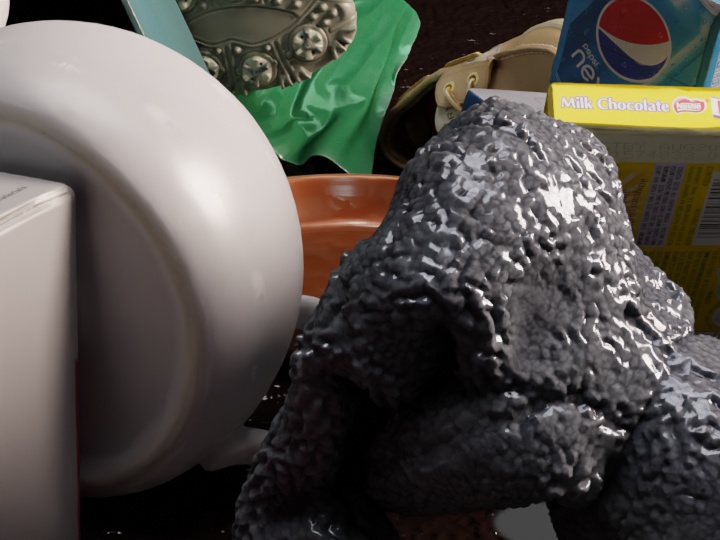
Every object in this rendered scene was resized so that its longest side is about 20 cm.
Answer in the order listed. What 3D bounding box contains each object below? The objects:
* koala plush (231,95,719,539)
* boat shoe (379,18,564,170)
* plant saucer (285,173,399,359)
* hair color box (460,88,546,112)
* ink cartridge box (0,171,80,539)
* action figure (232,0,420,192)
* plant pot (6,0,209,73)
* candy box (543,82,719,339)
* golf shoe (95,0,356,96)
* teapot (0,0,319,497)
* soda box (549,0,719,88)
[{"bbox_3d":[0.088,0.058,0.668,0.200,0.184,0.177,31,43,16],"label":"koala plush"},{"bbox_3d":[0.071,-0.083,1.075,0.069,0.074,0.200,-25,2,-23],"label":"boat shoe"},{"bbox_3d":[0.000,0.000,0.959,0.200,0.032,0.200,1,23,0],"label":"plant saucer"},{"bbox_3d":[0.152,-0.040,0.974,0.200,0.061,0.100,0,27,-30],"label":"hair color box"},{"bbox_3d":[-0.206,0.033,0.715,0.200,0.148,0.086,9,23,21],"label":"ink cartridge box"},{"bbox_3d":[-0.018,-0.117,1.136,0.118,0.055,0.200,24,46,6],"label":"action figure"},{"bbox_3d":[-0.134,-0.072,0.949,0.141,0.142,0.200,-23,12,11],"label":"plant pot"},{"bbox_3d":[0.114,-0.005,0.790,0.102,0.200,0.026,3,58,-1],"label":"candy box"},{"bbox_3d":[-0.092,-0.142,1.083,0.200,0.078,0.097,-4,26,18],"label":"golf shoe"},{"bbox_3d":[-0.096,-0.015,0.784,0.197,0.200,0.146,6,27,25],"label":"teapot"},{"bbox_3d":[0.165,-0.118,0.817,0.068,0.064,0.200,30,37,28],"label":"soda box"}]
